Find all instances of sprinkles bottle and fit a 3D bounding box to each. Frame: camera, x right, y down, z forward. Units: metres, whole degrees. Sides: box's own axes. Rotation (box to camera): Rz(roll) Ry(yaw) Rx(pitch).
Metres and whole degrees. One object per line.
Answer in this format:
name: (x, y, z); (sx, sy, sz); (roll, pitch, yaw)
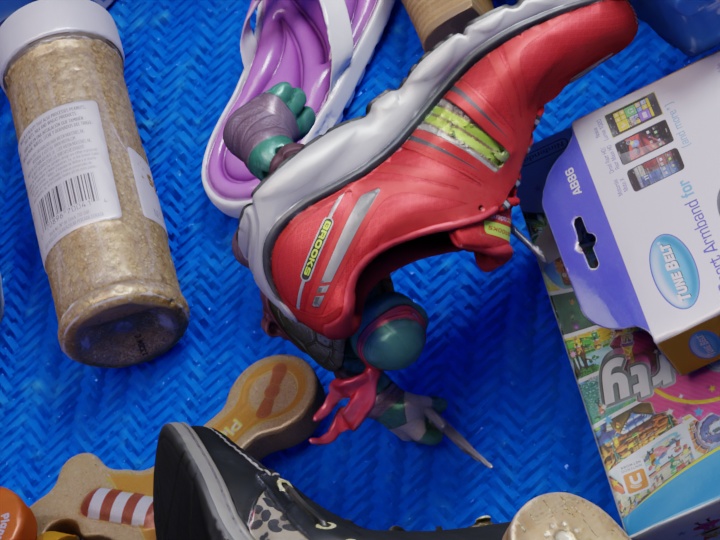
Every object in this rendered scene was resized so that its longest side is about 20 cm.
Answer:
sprinkles bottle: (-0.141, -0.048, 1.166); (0.068, 0.068, 0.200); (-26, 56, 14)

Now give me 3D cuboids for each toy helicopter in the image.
toy helicopter: (-0.090, 0.117, 1.056); (0.200, 0.079, 0.132); (-42, 46, -12)

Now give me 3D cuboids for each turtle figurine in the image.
turtle figurine: (0.000, 0.000, 1.021); (0.200, 0.101, 0.150); (45, 127, 49)

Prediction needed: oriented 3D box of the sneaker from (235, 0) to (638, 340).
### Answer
sneaker: (0.045, -0.043, 0.951); (0.200, 0.077, 0.085); (-38, 77, -5)

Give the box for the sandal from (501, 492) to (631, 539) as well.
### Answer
sandal: (0.138, 0.159, 0.866); (0.078, 0.070, 0.212); (-33, 68, -32)

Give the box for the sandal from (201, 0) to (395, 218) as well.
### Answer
sandal: (-0.032, -0.124, 1.156); (0.082, 0.050, 0.203); (3, 67, 29)

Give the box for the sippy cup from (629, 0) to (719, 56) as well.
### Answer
sippy cup: (0.160, -0.166, 0.958); (0.130, 0.178, 0.140); (-38, 89, -1)

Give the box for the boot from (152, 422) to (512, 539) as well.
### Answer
boot: (0.006, 0.126, 0.971); (0.204, 0.154, 0.074); (46, 135, 52)

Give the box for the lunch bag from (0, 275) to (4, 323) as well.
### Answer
lunch bag: (-0.282, 0.025, 1.172); (0.169, 0.127, 0.200); (3, 77, 32)

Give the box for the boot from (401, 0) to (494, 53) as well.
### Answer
boot: (0.098, -0.196, 1.112); (0.201, 0.071, 0.144); (-23, 53, 14)

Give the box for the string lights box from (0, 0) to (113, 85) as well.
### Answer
string lights box: (-0.216, -0.186, 1.194); (0.103, 0.200, 0.059); (-47, 53, 1)

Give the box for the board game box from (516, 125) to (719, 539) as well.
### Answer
board game box: (0.163, 0.011, 0.977); (0.147, 0.064, 0.200); (-25, 57, 15)

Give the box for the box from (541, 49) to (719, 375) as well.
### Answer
box: (0.178, -0.042, 0.934); (0.200, 0.041, 0.119); (-26, 55, 15)
